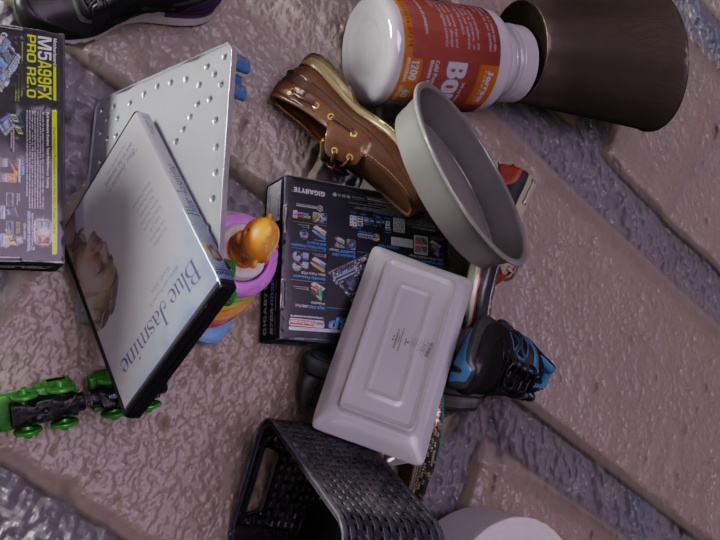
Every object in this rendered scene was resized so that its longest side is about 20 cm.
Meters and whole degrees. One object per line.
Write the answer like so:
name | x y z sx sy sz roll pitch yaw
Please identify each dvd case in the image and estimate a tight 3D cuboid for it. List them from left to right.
dvd case | -0.174 -0.008 0.676 0.017 0.143 0.201 13 35 -47

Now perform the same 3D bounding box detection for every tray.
tray | 0.035 0.069 0.800 0.106 0.022 0.202 20 58 0

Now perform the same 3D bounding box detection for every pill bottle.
pill bottle | 0.089 -0.228 0.929 0.198 0.112 0.114 -3 83 -30

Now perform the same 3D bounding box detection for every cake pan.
cake pan | 0.097 -0.087 0.846 0.200 0.036 0.202 46 27 -31

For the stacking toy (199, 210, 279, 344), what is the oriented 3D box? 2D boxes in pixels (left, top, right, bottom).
stacking toy | -0.111 -0.012 0.726 0.109 0.199 0.117 25 69 -23

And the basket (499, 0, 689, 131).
basket | 0.264 -0.253 1.027 0.198 0.136 0.183 -5 80 -26

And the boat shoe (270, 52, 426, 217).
boat shoe | -0.011 -0.124 0.863 0.067 0.072 0.200 -38 79 -18

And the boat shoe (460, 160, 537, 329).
boat shoe | 0.150 -0.027 0.951 0.062 0.071 0.202 17 67 -8

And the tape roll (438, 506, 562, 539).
tape roll | 0.130 0.345 0.869 0.200 0.070 0.206 3 85 -36

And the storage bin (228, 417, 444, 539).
storage bin | -0.028 0.225 0.722 0.093 0.200 0.137 12 101 -27

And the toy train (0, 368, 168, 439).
toy train | -0.256 0.108 0.707 0.198 0.056 0.042 -9 101 -31

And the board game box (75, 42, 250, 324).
board game box | -0.164 -0.062 0.710 0.026 0.198 0.203 13 75 -46

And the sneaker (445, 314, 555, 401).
sneaker | 0.145 0.092 0.868 0.074 0.081 0.199 -62 160 14

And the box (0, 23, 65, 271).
box | -0.325 -0.103 0.710 0.158 0.044 0.203 1 81 -30

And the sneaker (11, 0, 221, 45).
sneaker | -0.209 -0.260 0.777 0.198 0.087 0.077 -20 92 -30

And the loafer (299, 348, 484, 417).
loafer | 0.030 0.124 0.872 0.198 0.072 0.064 12 100 -22

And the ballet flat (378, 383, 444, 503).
ballet flat | 0.031 0.193 0.815 0.075 0.067 0.203 -5 111 -41

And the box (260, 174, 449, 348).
box | 0.000 0.000 0.877 0.198 0.046 0.161 7 78 -29
